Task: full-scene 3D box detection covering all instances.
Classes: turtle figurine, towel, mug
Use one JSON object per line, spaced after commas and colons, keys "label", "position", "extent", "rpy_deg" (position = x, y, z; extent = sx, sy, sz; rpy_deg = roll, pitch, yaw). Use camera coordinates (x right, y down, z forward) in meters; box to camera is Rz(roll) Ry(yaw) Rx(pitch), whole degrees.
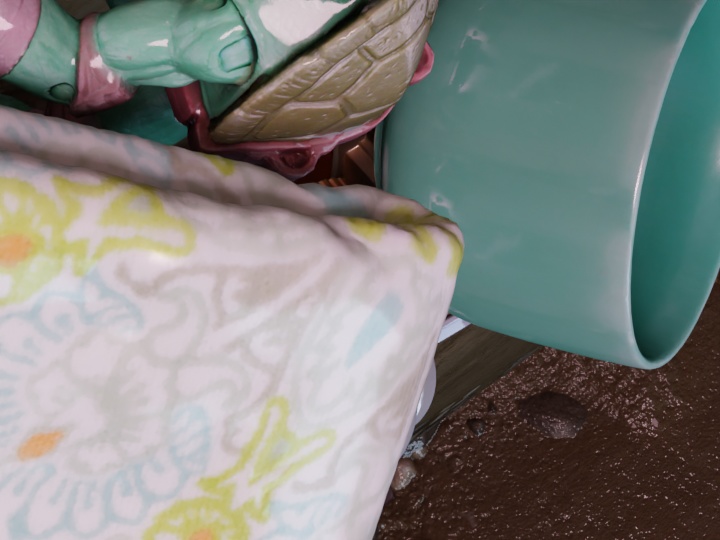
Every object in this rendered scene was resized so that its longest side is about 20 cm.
{"label": "turtle figurine", "position": [-0.030, -0.067, 0.439], "extent": [0.149, 0.101, 0.200], "rpy_deg": [-28, 176, -25]}
{"label": "towel", "position": [-0.093, 0.052, 0.398], "extent": [0.199, 0.048, 0.172], "rpy_deg": [11, 111, -24]}
{"label": "mug", "position": [0.080, -0.049, 0.783], "extent": [0.185, 0.114, 0.153], "rpy_deg": [5, 98, -68]}

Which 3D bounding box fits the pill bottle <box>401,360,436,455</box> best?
{"label": "pill bottle", "position": [-0.037, 0.076, 1.118], "extent": [0.112, 0.112, 0.200], "rpy_deg": [-41, 171, 28]}

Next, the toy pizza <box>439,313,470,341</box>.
{"label": "toy pizza", "position": [0.000, 0.000, 0.935], "extent": [0.199, 0.032, 0.200], "rpy_deg": [-23, -164, 7]}

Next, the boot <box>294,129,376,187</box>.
{"label": "boot", "position": [-0.028, 0.008, 0.809], "extent": [0.107, 0.075, 0.200], "rpy_deg": [-30, -168, 18]}

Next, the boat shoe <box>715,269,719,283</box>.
{"label": "boat shoe", "position": [0.135, -0.054, 0.886], "extent": [0.066, 0.199, 0.074], "rpy_deg": [-50, 159, -24]}

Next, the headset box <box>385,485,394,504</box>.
{"label": "headset box", "position": [-0.116, 0.062, 0.571], "extent": [0.199, 0.078, 0.148], "rpy_deg": [-32, -145, -26]}
